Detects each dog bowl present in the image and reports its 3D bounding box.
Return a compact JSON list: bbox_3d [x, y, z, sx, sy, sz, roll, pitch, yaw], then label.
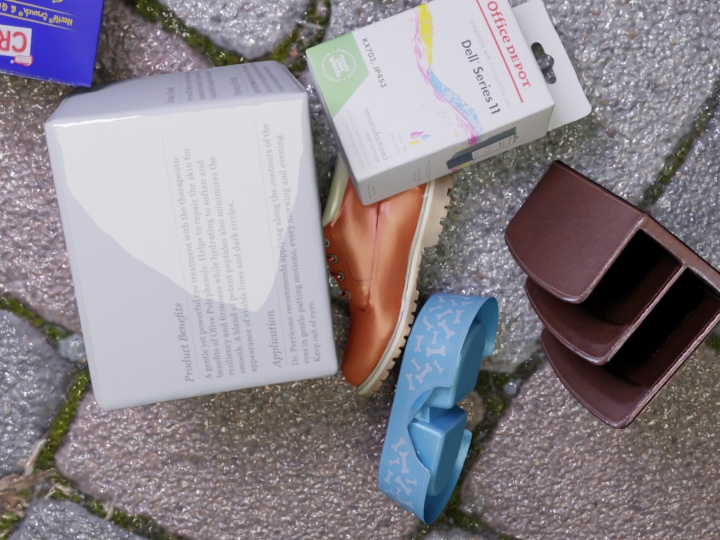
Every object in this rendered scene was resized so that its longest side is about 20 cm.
[{"bbox_3d":[0.064,0.111,0.896,0.049,0.111,0.202,18,106,20],"label":"dog bowl"}]

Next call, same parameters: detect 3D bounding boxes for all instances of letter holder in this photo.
[{"bbox_3d":[0.176,0.015,0.833,0.100,0.200,0.142,35,99,-16],"label":"letter holder"}]

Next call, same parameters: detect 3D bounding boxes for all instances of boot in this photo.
[{"bbox_3d":[0.000,0.000,0.875,0.106,0.075,0.202,13,96,-8],"label":"boot"}]

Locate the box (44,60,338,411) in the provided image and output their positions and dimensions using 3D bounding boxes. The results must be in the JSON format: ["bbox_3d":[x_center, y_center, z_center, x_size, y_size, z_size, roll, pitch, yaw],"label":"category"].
[{"bbox_3d":[-0.119,-0.036,0.775,0.170,0.200,0.201,-9,108,-8],"label":"box"}]

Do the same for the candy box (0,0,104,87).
[{"bbox_3d":[-0.258,-0.239,0.719,0.168,0.077,0.202,6,97,-36],"label":"candy box"}]

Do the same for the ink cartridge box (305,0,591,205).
[{"bbox_3d":[0.071,-0.144,0.816,0.199,0.067,0.118,-22,76,-2],"label":"ink cartridge box"}]
